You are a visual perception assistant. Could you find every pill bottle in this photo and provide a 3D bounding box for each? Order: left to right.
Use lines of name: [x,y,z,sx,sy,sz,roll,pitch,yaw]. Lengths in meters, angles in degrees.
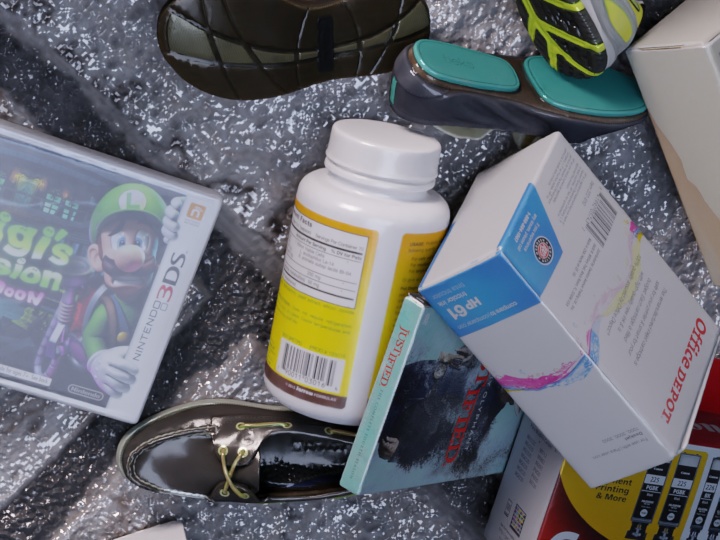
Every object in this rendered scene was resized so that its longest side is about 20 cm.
pill bottle: [0.000,0.000,1.457,0.109,0.109,0.200,7,107,-15]

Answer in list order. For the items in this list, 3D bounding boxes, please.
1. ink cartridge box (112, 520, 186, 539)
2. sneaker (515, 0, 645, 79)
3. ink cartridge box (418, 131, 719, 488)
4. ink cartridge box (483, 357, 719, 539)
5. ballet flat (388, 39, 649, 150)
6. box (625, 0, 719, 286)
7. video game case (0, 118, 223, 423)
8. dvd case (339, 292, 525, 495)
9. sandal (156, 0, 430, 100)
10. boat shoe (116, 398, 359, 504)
ink cartridge box: [-0.136,0.307,1.510,0.086,0.146,0.200,-17,111,-4]
sneaker: [0.129,-0.233,1.439,0.076,0.075,0.200,-40,111,-34]
ink cartridge box: [0.150,0.029,1.440,0.085,0.145,0.200,-28,111,39]
ink cartridge box: [0.218,0.152,1.559,0.200,0.084,0.176,10,107,-22]
ballet flat: [0.107,-0.118,1.468,0.200,0.073,0.073,6,107,-26]
box: [0.275,-0.094,1.487,0.095,0.078,0.200,-38,115,-33]
video game case: [-0.220,-0.001,1.455,0.200,0.023,0.182,18,103,-17]
dvd case: [0.072,0.085,1.486,0.200,0.022,0.146,0,113,-55]
sandal: [-0.048,-0.167,1.425,0.200,0.055,0.082,-11,117,-24]
boat shoe: [-0.076,0.135,1.512,0.201,0.061,0.072,-4,109,-11]
